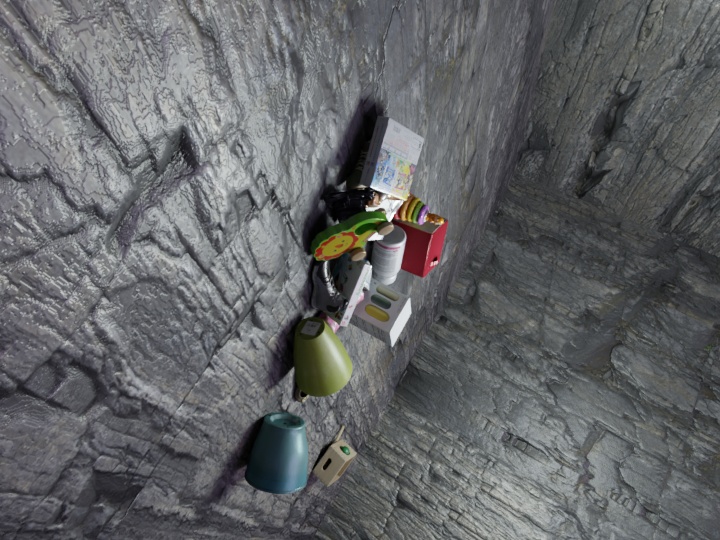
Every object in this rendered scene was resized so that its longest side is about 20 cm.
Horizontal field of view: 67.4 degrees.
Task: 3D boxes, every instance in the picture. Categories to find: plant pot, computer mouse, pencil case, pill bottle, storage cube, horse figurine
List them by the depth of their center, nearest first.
[{"bbox_3d":[-0.023,-0.178,1.477,0.201,0.135,0.054,77,7,-70],"label":"computer mouse"},{"bbox_3d":[0.053,-0.235,1.566,0.198,0.050,0.135,-31,126,-23],"label":"horse figurine"},{"bbox_3d":[-0.132,0.243,1.639,0.188,0.184,0.203,-49,141,-36],"label":"plant pot"},{"bbox_3d":[-0.251,0.556,1.685,0.199,0.196,0.193,-2,102,-69],"label":"plant pot"},{"bbox_3d":[-0.068,0.129,1.770,0.087,0.082,0.201,56,51,-19],"label":"pencil case"},{"bbox_3d":[0.094,-0.054,1.918,0.113,0.112,0.203,-46,154,-40],"label":"pill bottle"},{"bbox_3d":[0.212,-0.112,2.041,0.170,0.197,0.183,-37,142,-51],"label":"storage cube"}]

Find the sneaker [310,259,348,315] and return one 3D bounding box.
[{"bbox_3d":[-0.081,0.051,1.576,0.075,0.114,0.203,-46,155,-40],"label":"sneaker"}]

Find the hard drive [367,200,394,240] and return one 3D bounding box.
[{"bbox_3d":[0.044,-0.193,1.654,0.133,0.042,0.204,-7,119,-46],"label":"hard drive"}]

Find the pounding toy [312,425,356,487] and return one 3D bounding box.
[{"bbox_3d":[-0.118,0.871,2.548,0.202,0.141,0.184,-55,162,7],"label":"pounding toy"}]

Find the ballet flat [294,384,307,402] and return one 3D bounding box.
[{"bbox_3d":[-0.188,0.388,1.828,0.067,0.046,0.203,-45,154,-41],"label":"ballet flat"}]

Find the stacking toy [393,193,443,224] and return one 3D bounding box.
[{"bbox_3d":[0.200,-0.204,1.874,0.112,0.197,0.116,-65,162,6],"label":"stacking toy"}]

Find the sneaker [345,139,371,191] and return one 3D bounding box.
[{"bbox_3d":[0.017,-0.309,1.476,0.201,0.066,0.091,-51,145,-26],"label":"sneaker"}]

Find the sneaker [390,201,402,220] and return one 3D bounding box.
[{"bbox_3d":[0.084,-0.222,1.747,0.080,0.075,0.204,8,106,-60],"label":"sneaker"}]

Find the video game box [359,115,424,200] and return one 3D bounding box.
[{"bbox_3d":[0.089,-0.301,1.480,0.198,0.046,0.187,8,98,-56],"label":"video game box"}]

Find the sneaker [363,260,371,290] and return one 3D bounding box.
[{"bbox_3d":[0.000,0.000,1.824,0.200,0.073,0.088,65,44,-73],"label":"sneaker"}]

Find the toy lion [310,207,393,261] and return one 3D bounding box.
[{"bbox_3d":[-0.035,-0.093,1.467,0.189,0.070,0.200,0,147,-48],"label":"toy lion"}]

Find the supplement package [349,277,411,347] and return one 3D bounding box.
[{"bbox_3d":[0.062,0.143,1.950,0.153,0.197,0.151,-57,160,-19],"label":"supplement package"}]

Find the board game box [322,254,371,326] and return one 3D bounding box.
[{"bbox_3d":[-0.049,0.051,1.651,0.034,0.126,0.204,14,103,-41],"label":"board game box"}]
